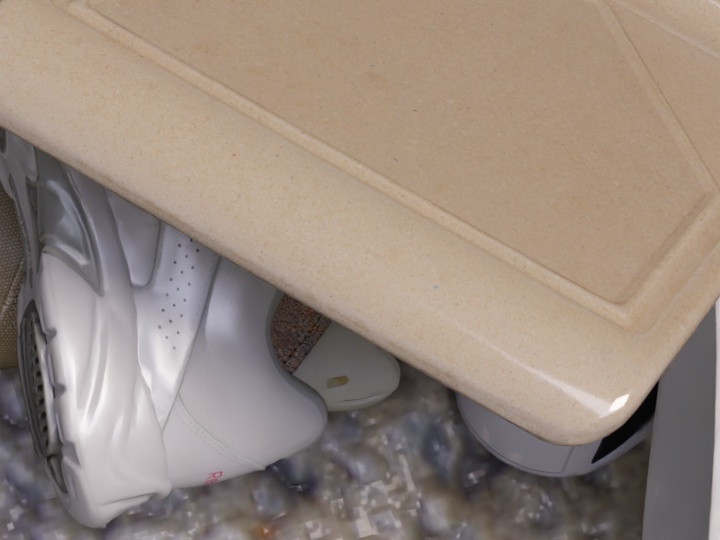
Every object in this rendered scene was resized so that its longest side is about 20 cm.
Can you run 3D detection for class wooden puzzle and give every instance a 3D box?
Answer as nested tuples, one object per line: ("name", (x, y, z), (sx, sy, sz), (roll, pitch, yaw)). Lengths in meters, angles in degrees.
("wooden puzzle", (0.022, -0.047, 0.682), (0.185, 0.037, 0.200), (30, 39, 12))

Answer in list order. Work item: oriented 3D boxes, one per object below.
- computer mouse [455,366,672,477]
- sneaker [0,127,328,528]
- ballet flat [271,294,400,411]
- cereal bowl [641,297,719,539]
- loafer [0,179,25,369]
("computer mouse", (0.105, -0.021, 0.814), (0.110, 0.044, 0.200), (35, 78, 24))
("sneaker", (-0.055, -0.034, 0.729), (0.099, 0.078, 0.201), (-8, 91, -18))
("ballet flat", (0.000, 0.000, 0.799), (0.067, 0.068, 0.200), (45, 75, -5))
("cereal bowl", (0.123, 0.092, 0.709), (0.083, 0.200, 0.201), (5, 76, 3))
("loafer", (-0.137, -0.056, 0.779), (0.067, 0.076, 0.200), (-29, 84, -22))
